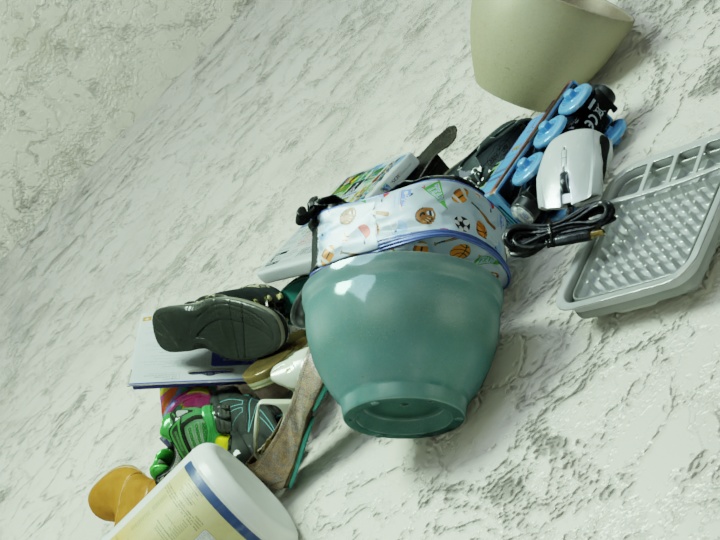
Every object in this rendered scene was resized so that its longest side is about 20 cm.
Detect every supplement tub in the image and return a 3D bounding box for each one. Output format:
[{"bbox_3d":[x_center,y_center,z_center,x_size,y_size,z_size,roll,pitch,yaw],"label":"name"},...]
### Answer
[{"bbox_3d":[-0.177,0.288,1.510,0.200,0.144,0.144,-44,21,1],"label":"supplement tub"}]

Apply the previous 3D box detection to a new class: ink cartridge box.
[{"bbox_3d":[-0.181,0.106,1.851,0.197,0.047,0.200,-2,27,-2],"label":"ink cartridge box"}]

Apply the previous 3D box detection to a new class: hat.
[{"bbox_3d":[0.066,-0.082,1.827,0.201,0.081,0.201,-43,9,9],"label":"hat"}]

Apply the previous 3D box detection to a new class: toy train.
[{"bbox_3d":[0.209,-0.124,1.653,0.200,0.087,0.114,-55,17,-25],"label":"toy train"}]

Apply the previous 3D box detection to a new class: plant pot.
[{"bbox_3d":[0.041,0.084,1.460,0.200,0.200,0.134,-25,54,41],"label":"plant pot"}]

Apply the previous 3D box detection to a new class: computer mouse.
[{"bbox_3d":[0.206,-0.091,1.503,0.110,0.044,0.200,-15,32,24],"label":"computer mouse"}]

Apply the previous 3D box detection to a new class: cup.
[{"bbox_3d":[0.213,-0.276,1.823,0.200,0.200,0.143,-107,36,-67],"label":"cup"}]

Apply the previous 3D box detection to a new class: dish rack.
[{"bbox_3d":[0.281,-0.036,1.409,0.172,0.044,0.200,-18,33,48],"label":"dish rack"}]

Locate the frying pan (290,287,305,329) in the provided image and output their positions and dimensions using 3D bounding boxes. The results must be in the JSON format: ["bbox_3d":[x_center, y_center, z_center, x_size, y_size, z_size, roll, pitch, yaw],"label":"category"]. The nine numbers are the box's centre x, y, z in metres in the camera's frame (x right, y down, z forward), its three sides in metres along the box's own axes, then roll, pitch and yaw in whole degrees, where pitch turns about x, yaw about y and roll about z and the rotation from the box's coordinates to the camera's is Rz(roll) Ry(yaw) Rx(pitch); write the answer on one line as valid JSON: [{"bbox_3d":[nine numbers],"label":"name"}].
[{"bbox_3d":[-0.011,0.001,1.753,0.115,0.031,0.190,1,48,52],"label":"frying pan"}]

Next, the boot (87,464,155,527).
[{"bbox_3d":[-0.276,0.298,1.776,0.201,0.071,0.144,-23,26,34],"label":"boot"}]

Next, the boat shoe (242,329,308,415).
[{"bbox_3d":[-0.071,0.111,1.733,0.073,0.065,0.200,-16,9,31],"label":"boat shoe"}]

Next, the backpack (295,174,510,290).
[{"bbox_3d":[0.060,-0.013,1.587,0.190,0.200,0.154,-26,58,27],"label":"backpack"}]

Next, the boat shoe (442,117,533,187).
[{"bbox_3d":[0.148,-0.106,1.744,0.199,0.075,0.066,-45,7,-27],"label":"boat shoe"}]

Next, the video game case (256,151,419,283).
[{"bbox_3d":[-0.030,-0.060,1.794,0.182,0.022,0.200,-48,12,-18],"label":"video game case"}]

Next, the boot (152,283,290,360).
[{"bbox_3d":[-0.128,0.053,1.778,0.203,0.074,0.154,-1,10,40],"label":"boot"}]

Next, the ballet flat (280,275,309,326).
[{"bbox_3d":[-0.015,0.021,1.833,0.200,0.072,0.072,-23,29,36],"label":"ballet flat"}]

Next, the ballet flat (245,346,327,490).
[{"bbox_3d":[-0.072,0.139,1.592,0.068,0.067,0.200,-63,-5,-79],"label":"ballet flat"}]

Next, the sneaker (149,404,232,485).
[{"bbox_3d":[-0.186,0.229,1.624,0.078,0.085,0.200,-100,15,-63],"label":"sneaker"}]

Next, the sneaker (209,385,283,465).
[{"bbox_3d":[-0.119,0.182,1.728,0.079,0.075,0.200,-30,26,-3],"label":"sneaker"}]

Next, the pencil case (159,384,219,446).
[{"bbox_3d":[-0.216,0.162,1.905,0.088,0.088,0.200,-43,20,6],"label":"pencil case"}]
